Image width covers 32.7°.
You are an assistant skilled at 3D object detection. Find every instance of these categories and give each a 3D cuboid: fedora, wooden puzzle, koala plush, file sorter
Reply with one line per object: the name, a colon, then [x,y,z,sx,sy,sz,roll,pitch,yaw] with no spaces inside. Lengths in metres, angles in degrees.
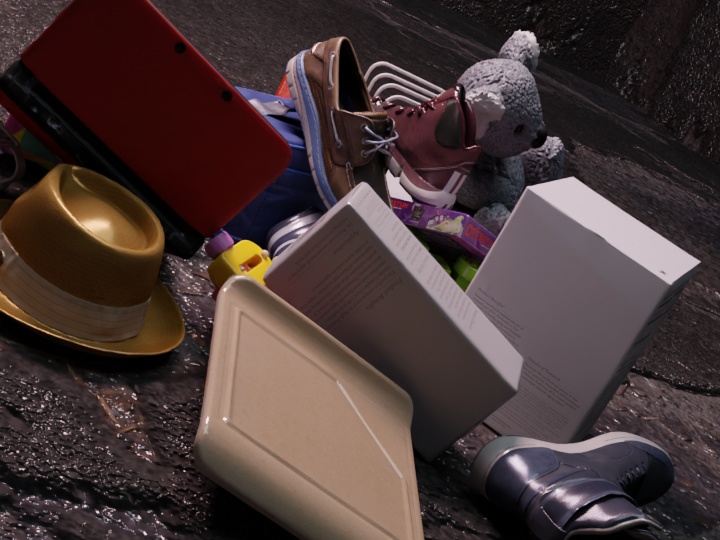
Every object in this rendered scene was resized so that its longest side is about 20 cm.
fedora: [-0.204,-0.019,0.900,0.199,0.082,0.201,26,19,-10]
wooden puzzle: [-0.034,0.111,0.837,0.184,0.037,0.201,37,25,-19]
koala plush: [0.139,-0.158,1.376,0.183,0.201,0.178,31,53,14]
file sorter: [0.059,-0.167,1.583,0.138,0.125,0.200,22,21,-18]

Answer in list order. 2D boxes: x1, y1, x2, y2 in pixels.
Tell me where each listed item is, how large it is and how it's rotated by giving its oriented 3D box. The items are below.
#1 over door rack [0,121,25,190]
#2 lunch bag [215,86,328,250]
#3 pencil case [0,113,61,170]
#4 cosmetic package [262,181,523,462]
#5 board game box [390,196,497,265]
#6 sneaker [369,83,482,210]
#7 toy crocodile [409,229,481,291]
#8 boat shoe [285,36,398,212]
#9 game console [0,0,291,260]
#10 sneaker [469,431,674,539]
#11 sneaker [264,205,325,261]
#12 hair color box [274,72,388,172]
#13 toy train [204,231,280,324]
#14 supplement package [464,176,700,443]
over door rack: [-0.372,-0.145,0.975,0.201,0.066,0.147,57,26,13]
lunch bag: [-0.076,-0.106,1.225,0.136,0.133,0.199,42,23,32]
pencil case: [-0.221,-0.104,1.092,0.198,0.089,0.089,27,19,-11]
cosmetic package: [0.028,0.040,0.975,0.200,0.101,0.074,48,21,-6]
board game box: [0.104,-0.027,1.304,0.119,0.033,0.200,21,-6,34]
sneaker: [0.054,-0.165,1.283,0.200,0.116,0.075,46,21,18]
toy crocodile: [0.065,0.002,1.260,0.198,0.068,0.062,24,16,-22]
boat shoe: [-0.008,-0.122,1.136,0.072,0.072,0.202,-12,77,-53]
game console: [-0.178,-0.118,0.977,0.200,0.119,0.172,45,-11,-18]
sneaker: [0.202,0.189,0.952,0.200,0.078,0.146,3,19,-33]
sneaker: [0.000,0.000,1.167,0.198,0.071,0.109,11,28,-36]
hair color box: [-0.035,-0.169,1.447,0.101,0.062,0.200,21,20,-23]
toy train: [-0.069,0.048,0.987,0.199,0.056,0.151,12,43,-56]
supplement package: [0.184,0.042,1.123,0.151,0.201,0.150,36,20,17]
